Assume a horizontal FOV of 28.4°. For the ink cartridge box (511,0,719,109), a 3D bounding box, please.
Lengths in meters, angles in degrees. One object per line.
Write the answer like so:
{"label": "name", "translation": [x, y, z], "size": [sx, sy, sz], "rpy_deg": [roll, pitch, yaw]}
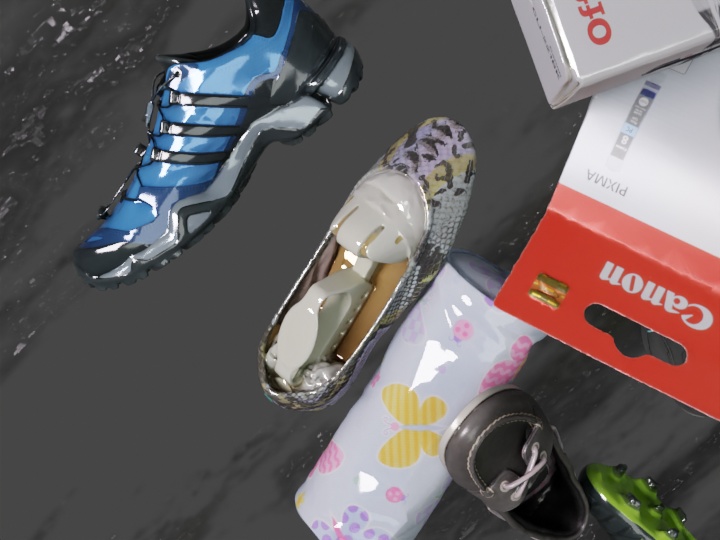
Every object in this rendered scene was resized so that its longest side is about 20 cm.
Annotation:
{"label": "ink cartridge box", "translation": [0.172, -0.190, 0.759], "size": [0.198, 0.084, 0.146], "rpy_deg": [-20, 87, -4]}

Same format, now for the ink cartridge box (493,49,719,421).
{"label": "ink cartridge box", "translation": [0.186, -0.036, 0.782], "size": [0.159, 0.047, 0.201], "rpy_deg": [27, 71, 16]}

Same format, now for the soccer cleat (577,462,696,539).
{"label": "soccer cleat", "translation": [0.203, 0.206, 0.967], "size": [0.081, 0.068, 0.200], "rpy_deg": [-40, 115, 18]}

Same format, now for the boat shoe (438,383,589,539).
{"label": "boat shoe", "translation": [0.101, 0.120, 0.853], "size": [0.067, 0.057, 0.200], "rpy_deg": [-50, 154, -4]}

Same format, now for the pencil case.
{"label": "pencil case", "translation": [0.038, 0.085, 0.870], "size": [0.083, 0.091, 0.201], "rpy_deg": [31, 102, 5]}

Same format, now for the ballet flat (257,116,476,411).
{"label": "ballet flat", "translation": [0.000, 0.000, 0.828], "size": [0.072, 0.072, 0.201], "rpy_deg": [26, 106, -20]}

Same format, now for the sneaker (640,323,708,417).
{"label": "sneaker", "translation": [0.221, 0.008, 0.881], "size": [0.075, 0.079, 0.202], "rpy_deg": [-7, 114, -9]}

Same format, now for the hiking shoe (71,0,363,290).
{"label": "hiking shoe", "translation": [-0.094, -0.077, 0.790], "size": [0.200, 0.074, 0.087], "rpy_deg": [-44, 106, -3]}
